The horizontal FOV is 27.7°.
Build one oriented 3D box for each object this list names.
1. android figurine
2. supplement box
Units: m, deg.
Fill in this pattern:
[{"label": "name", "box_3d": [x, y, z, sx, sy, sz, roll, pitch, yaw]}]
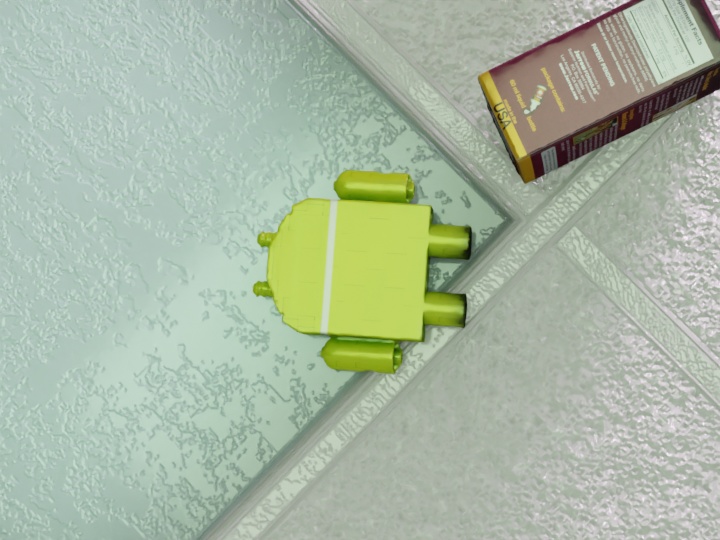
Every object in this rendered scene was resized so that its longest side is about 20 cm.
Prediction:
[{"label": "android figurine", "box_3d": [0.000, 0.000, 1.321, 0.198, 0.041, 0.184, 2, 85, 9]}, {"label": "supplement box", "box_3d": [0.211, -0.164, 1.267, 0.199, 0.110, 0.086, -26, 80, 6]}]
